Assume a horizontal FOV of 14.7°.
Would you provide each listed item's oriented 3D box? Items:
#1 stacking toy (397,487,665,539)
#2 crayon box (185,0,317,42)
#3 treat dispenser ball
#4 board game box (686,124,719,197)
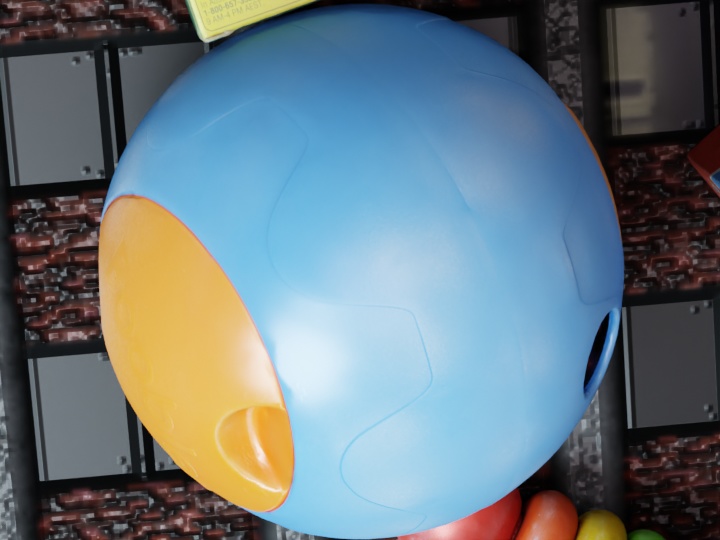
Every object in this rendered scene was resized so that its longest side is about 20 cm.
[{"bbox_3d":[0.105,0.132,1.162,0.199,0.085,0.086,30,98,-3],"label":"stacking toy"},{"bbox_3d":[-0.033,-0.200,1.026,0.126,0.051,0.201,-19,104,-2],"label":"crayon box"},{"bbox_3d":[0.000,0.000,1.058,0.200,0.201,0.202,-1,102,-4],"label":"treat dispenser ball"},{"bbox_3d":[0.225,-0.085,1.081,0.200,0.153,0.040,-42,100,4],"label":"board game box"}]
